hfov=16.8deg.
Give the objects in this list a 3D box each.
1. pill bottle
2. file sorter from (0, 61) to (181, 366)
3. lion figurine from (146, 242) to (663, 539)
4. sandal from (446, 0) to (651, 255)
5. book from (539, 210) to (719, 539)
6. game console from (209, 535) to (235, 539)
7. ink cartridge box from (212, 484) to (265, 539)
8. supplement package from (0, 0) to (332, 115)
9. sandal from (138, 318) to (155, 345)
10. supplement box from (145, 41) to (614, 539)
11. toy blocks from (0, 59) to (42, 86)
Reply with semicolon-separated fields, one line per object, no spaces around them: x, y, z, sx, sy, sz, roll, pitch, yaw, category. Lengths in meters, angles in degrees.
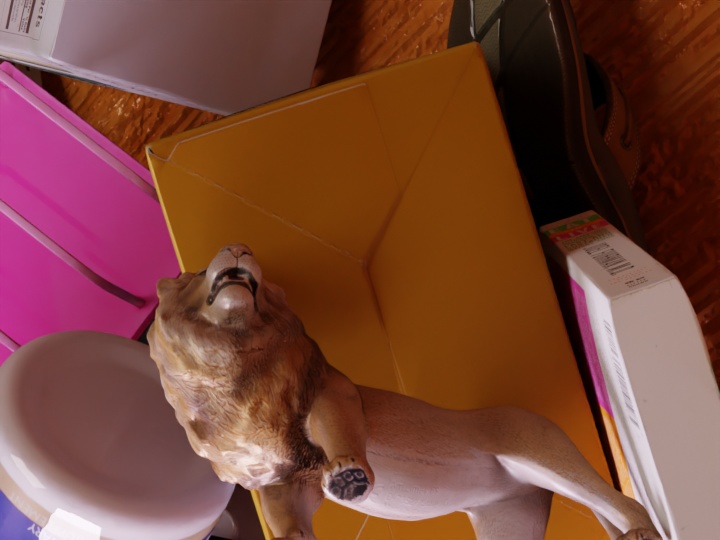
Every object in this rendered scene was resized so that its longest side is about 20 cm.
-0.140;0.133;1.091;0.116;0.115;0.201;57;134;33;pill bottle
-0.189;0.009;1.151;0.139;0.125;0.200;37;88;10;file sorter
0.018;0.065;0.863;0.073;0.199;0.123;-58;22;20;lion figurine
0.095;-0.050;1.043;0.082;0.054;0.201;-24;89;53;sandal
0.107;0.054;0.914;0.200;0.048;0.134;-107;-1;-81;book
-0.046;0.224;1.127;0.199;0.119;0.174;9;93;25;game console
-0.089;0.180;1.295;0.116;0.066;0.201;46;129;43;ink cartridge box
-0.125;-0.170;1.215;0.199;0.151;0.152;17;92;52;supplement package
-0.079;0.031;1.253;0.199;0.045;0.076;-25;74;33;sandal
0.003;0.022;0.999;0.200;0.132;0.199;-149;41;-85;supplement box
-0.246;-0.082;1.477;0.200;0.099;0.138;-46;46;46;toy blocks
